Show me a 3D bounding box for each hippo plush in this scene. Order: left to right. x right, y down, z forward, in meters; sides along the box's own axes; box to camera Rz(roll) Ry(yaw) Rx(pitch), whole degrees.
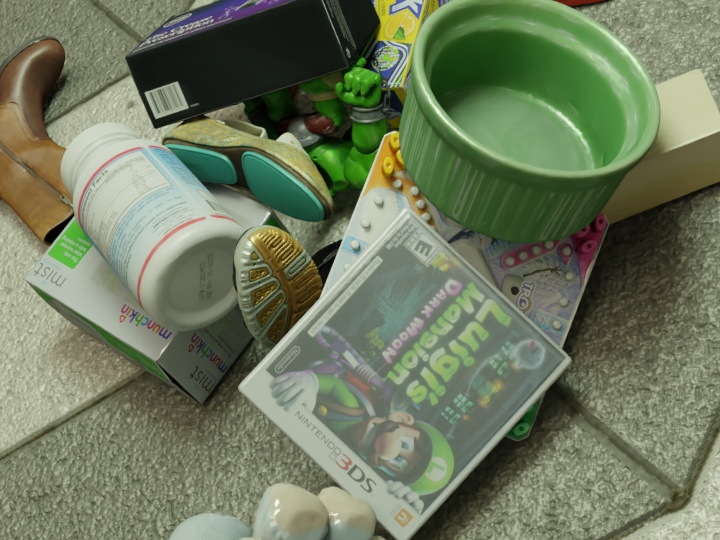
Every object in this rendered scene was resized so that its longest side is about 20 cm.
[{"bbox_3d":[-0.067,0.254,1.181,0.159,0.200,0.161,-31,17,-34],"label":"hippo plush"}]

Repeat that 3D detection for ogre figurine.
[{"bbox_3d":[-0.039,-0.127,1.388,0.200,0.120,0.098,-7,22,31],"label":"ogre figurine"}]

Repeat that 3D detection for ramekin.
[{"bbox_3d":[0.126,-0.117,1.179,0.199,0.098,0.200,9,50,-10],"label":"ramekin"}]

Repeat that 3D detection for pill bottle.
[{"bbox_3d":[-0.184,-0.045,1.308,0.109,0.109,0.200,-42,51,-2],"label":"pill bottle"}]

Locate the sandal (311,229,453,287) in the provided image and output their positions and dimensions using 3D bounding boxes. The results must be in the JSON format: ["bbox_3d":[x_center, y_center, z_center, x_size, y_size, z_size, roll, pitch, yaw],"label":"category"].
[{"bbox_3d":[0.000,-0.001,1.303,0.200,0.043,0.076,-22,65,45],"label":"sandal"}]

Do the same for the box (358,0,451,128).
[{"bbox_3d":[0.048,-0.240,1.455,0.064,0.070,0.200,1,61,27],"label":"box"}]

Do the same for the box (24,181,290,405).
[{"bbox_3d":[-0.182,0.001,1.410,0.200,0.097,0.177,28,74,36],"label":"box"}]

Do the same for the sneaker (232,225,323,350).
[{"bbox_3d":[-0.071,0.030,1.265,0.076,0.200,0.088,-37,45,-13],"label":"sneaker"}]

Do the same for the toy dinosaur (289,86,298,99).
[{"bbox_3d":[-0.057,-0.247,1.510,0.199,0.105,0.182,-4,79,11],"label":"toy dinosaur"}]

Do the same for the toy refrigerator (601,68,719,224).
[{"bbox_3d":[0.214,-0.089,1.278,0.200,0.070,0.076,-22,49,12],"label":"toy refrigerator"}]

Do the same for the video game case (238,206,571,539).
[{"bbox_3d":[0.035,0.082,1.185,0.182,0.023,0.200,43,88,1],"label":"video game case"}]

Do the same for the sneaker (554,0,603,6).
[{"bbox_3d":[0.187,-0.302,1.398,0.201,0.108,0.067,-16,55,18],"label":"sneaker"}]

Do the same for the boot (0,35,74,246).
[{"bbox_3d":[-0.334,-0.144,1.595,0.200,0.068,0.188,32,78,37],"label":"boot"}]

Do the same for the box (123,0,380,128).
[{"bbox_3d":[-0.097,-0.213,1.382,0.200,0.079,0.141,-15,18,19],"label":"box"}]

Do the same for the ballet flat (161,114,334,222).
[{"bbox_3d":[-0.091,-0.100,1.338,0.200,0.071,0.071,19,70,33],"label":"ballet flat"}]

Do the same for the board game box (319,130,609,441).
[{"bbox_3d":[0.078,0.011,1.215,0.200,0.026,0.200,22,86,1],"label":"board game box"}]
